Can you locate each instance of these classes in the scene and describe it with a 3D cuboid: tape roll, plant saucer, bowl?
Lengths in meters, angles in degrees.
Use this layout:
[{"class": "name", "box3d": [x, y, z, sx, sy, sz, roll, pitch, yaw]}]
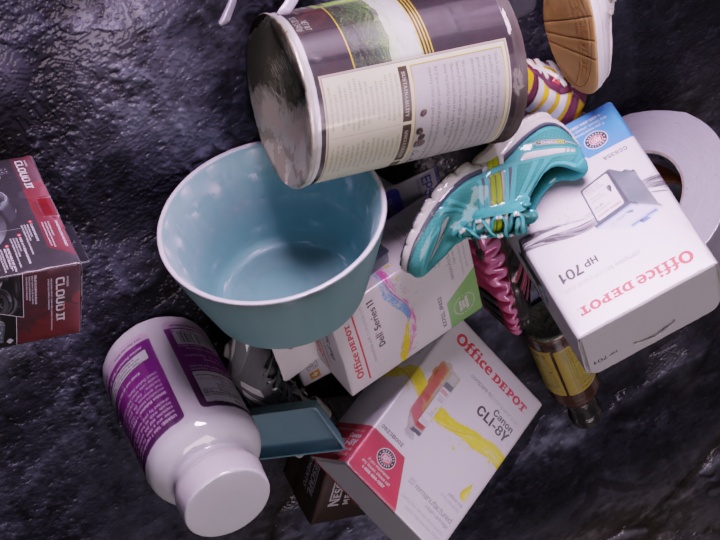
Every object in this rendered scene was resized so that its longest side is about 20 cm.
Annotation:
[{"class": "tape roll", "box3d": [0.282, -0.057, 1.485, 0.200, 0.201, 0.066, -42, 138, 8]}, {"class": "plant saucer", "box3d": [-0.113, 0.161, 1.484, 0.198, 0.019, 0.070, -11, 134, 26]}, {"class": "bowl", "box3d": [-0.070, -0.010, 1.306, 0.199, 0.201, 0.106, -22, 137, -13]}]

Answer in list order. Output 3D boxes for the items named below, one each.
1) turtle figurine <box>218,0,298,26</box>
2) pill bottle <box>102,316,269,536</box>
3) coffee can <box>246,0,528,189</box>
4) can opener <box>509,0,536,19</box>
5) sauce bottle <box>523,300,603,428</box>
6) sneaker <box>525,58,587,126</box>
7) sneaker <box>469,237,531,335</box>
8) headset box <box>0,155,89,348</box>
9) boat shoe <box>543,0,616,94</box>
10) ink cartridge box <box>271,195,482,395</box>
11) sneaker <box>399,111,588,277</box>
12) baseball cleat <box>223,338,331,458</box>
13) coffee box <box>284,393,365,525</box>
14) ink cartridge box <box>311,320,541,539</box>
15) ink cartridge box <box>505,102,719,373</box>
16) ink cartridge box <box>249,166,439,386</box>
[{"class": "turtle figurine", "box3d": [-0.035, -0.280, 1.136, 0.192, 0.202, 0.144, -23, 171, -19]}, {"class": "pill bottle", "box3d": [-0.158, 0.144, 1.387, 0.111, 0.201, 0.113, -17, 135, -18]}, {"class": "coffee can", "box3d": [0.021, -0.161, 1.268, 0.198, 0.147, 0.148, -15, 134, -21]}, {"class": "can opener", "box3d": [0.130, -0.309, 1.276, 0.066, 0.054, 0.201, -27, 138, -7]}, {"class": "sauce bottle", "box3d": [0.234, 0.112, 1.707, 0.064, 0.065, 0.201, -31, 138, -4]}, {"class": "sneaker", "box3d": [0.159, -0.175, 1.402, 0.090, 0.075, 0.200, -34, 146, 1]}, {"class": "sneaker", "box3d": [0.157, -0.016, 1.547, 0.095, 0.079, 0.201, -37, 140, -15]}, {"class": "headset box", "box3d": [-0.317, -0.009, 1.189, 0.198, 0.149, 0.078, -11, 133, -25]}, {"class": "boat shoe", "box3d": [0.203, -0.258, 1.332, 0.069, 0.071, 0.202, -27, 121, -27]}, {"class": "ink cartridge box", "box3d": [0.012, 0.034, 1.412, 0.199, 0.067, 0.118, -34, 138, -15]}, {"class": "sneaker", "box3d": [0.117, -0.061, 1.339, 0.199, 0.080, 0.078, -40, 162, -9]}, {"class": "baseball cleat", "box3d": [-0.079, 0.113, 1.485, 0.105, 0.070, 0.201, 12, 143, 11]}, {"class": "coffee box", "box3d": [0.029, 0.196, 1.640, 0.198, 0.080, 0.114, -5, 130, -28]}, {"class": "ink cartridge box", "box3d": [0.071, 0.164, 1.544, 0.145, 0.083, 0.201, 46, 68, -18]}, {"class": "ink cartridge box", "box3d": [0.220, -0.031, 1.385, 0.145, 0.201, 0.086, -28, 148, 0]}, {"class": "ink cartridge box", "box3d": [0.000, 0.000, 1.474, 0.198, 0.044, 0.199, -26, 136, -7]}]
